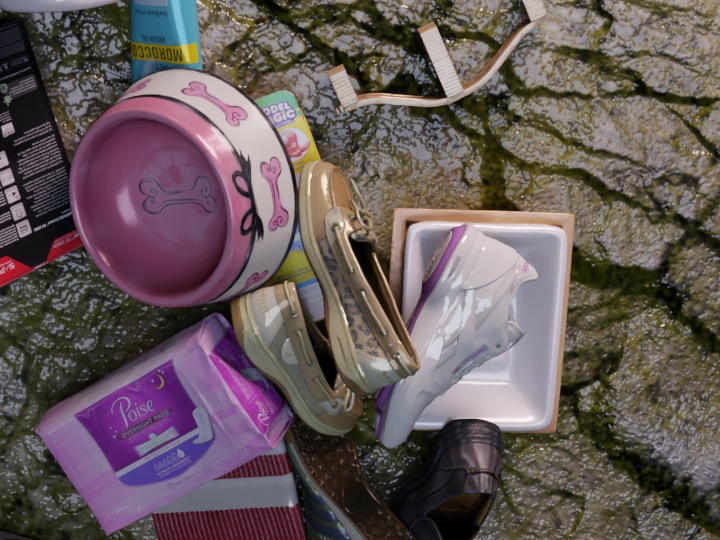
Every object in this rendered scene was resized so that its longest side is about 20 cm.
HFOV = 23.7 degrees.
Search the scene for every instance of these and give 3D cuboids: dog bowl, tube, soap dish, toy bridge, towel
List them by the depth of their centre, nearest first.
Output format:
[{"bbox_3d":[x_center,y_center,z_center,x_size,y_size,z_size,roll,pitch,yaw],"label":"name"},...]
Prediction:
[{"bbox_3d":[-0.153,-0.060,1.402,0.199,0.074,0.201,11,113,27],"label":"dog bowl"},{"bbox_3d":[-0.163,-0.226,1.417,0.077,0.050,0.201,11,111,34],"label":"tube"},{"bbox_3d":[0.068,-0.177,1.461,0.199,0.027,0.068,-25,108,3],"label":"toy bridge"},{"bbox_3d":[0.099,0.041,1.500,0.156,0.081,0.201,1,107,-5],"label":"soap dish"},{"bbox_3d":[-0.126,0.183,1.528,0.143,0.023,0.201,-5,109,19],"label":"towel"}]

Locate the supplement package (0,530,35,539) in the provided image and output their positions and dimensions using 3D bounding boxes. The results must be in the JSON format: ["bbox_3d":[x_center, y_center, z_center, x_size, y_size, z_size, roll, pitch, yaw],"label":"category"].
[{"bbox_3d":[-0.307,0.337,1.494,0.199,0.191,0.148,17,105,-10],"label":"supplement package"}]

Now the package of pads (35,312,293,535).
[{"bbox_3d":[-0.170,0.131,1.467,0.199,0.076,0.121,-30,101,25],"label":"package of pads"}]

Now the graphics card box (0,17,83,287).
[{"bbox_3d":[-0.307,-0.094,1.410,0.125,0.051,0.201,-29,113,-35],"label":"graphics card box"}]

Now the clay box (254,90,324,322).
[{"bbox_3d":[-0.077,-0.049,1.476,0.114,0.048,0.201,-20,106,0],"label":"clay box"}]

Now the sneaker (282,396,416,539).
[{"bbox_3d":[-0.031,0.210,1.544,0.090,0.067,0.201,-38,86,43],"label":"sneaker"}]

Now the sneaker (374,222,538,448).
[{"bbox_3d":[0.078,0.066,1.423,0.099,0.075,0.201,24,102,-10],"label":"sneaker"}]

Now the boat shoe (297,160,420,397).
[{"bbox_3d":[0.000,0.000,1.400,0.062,0.073,0.201,-21,76,23],"label":"boat shoe"}]

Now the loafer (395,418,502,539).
[{"bbox_3d":[0.075,0.216,1.518,0.072,0.073,0.201,5,137,-10],"label":"loafer"}]

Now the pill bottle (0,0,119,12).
[{"bbox_3d":[-0.244,-0.310,1.350,0.112,0.113,0.201,-5,107,-3],"label":"pill bottle"}]

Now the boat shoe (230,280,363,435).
[{"bbox_3d":[-0.039,0.076,1.465,0.063,0.073,0.201,-24,137,14],"label":"boat shoe"}]
